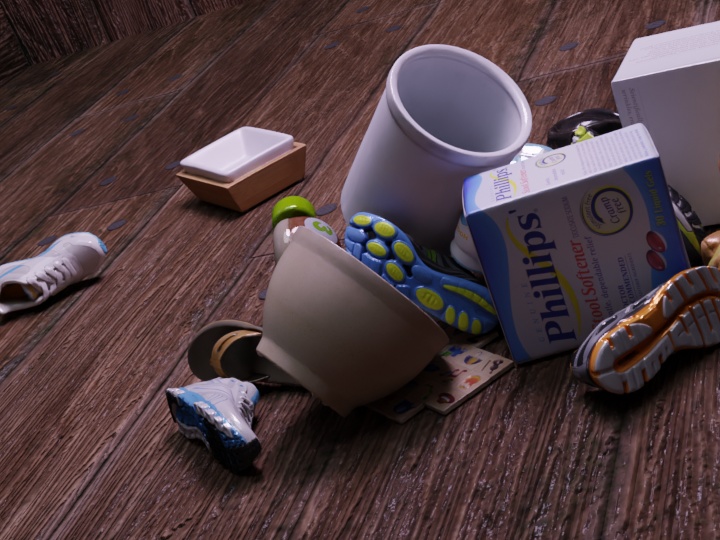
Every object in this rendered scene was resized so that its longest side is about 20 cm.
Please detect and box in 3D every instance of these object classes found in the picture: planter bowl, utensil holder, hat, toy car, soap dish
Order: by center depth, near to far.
[{"bbox_3d":[-0.025,0.067,1.354,0.135,0.200,0.200,-53,29,-7],"label":"planter bowl"},{"bbox_3d":[0.078,-0.126,1.474,0.170,0.170,0.200,-44,-12,-42],"label":"utensil holder"},{"bbox_3d":[0.000,0.000,1.540,0.199,0.159,0.165,-8,36,1],"label":"toy car"},{"bbox_3d":[0.300,-0.162,1.651,0.199,0.081,0.201,-7,22,3],"label":"hat"},{"bbox_3d":[-0.195,-0.168,2.142,0.157,0.082,0.200,-32,25,-23],"label":"soap dish"}]

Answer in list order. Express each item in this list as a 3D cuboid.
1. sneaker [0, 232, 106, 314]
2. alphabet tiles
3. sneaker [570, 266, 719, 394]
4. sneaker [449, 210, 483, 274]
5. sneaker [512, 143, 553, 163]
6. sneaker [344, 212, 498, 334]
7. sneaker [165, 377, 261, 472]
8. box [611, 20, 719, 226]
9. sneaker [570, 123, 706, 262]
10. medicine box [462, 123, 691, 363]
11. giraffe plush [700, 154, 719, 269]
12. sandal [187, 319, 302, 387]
[{"bbox_3d":[-0.486,0.009,2.011,0.199,0.077,0.081,-25,31,9],"label":"sneaker"},{"bbox_3d":[0.070,0.104,1.409,0.167,0.008,0.200,-32,25,-24],"label":"alphabet tiles"},{"bbox_3d":[0.284,0.054,1.253,0.199,0.079,0.077,-25,4,-24],"label":"sneaker"},{"bbox_3d":[0.204,-0.035,1.429,0.199,0.081,0.077,4,41,-14],"label":"sneaker"},{"bbox_3d":[0.144,-0.095,1.594,0.199,0.080,0.131,3,54,34],"label":"sneaker"},{"bbox_3d":[0.067,0.006,1.437,0.071,0.199,0.083,-59,-3,6],"label":"sneaker"},{"bbox_3d":[-0.142,0.153,1.408,0.086,0.075,0.200,-24,23,-22],"label":"sneaker"},{"bbox_3d":[0.413,-0.169,1.461,0.199,0.200,0.131,-8,26,29],"label":"box"},{"bbox_3d":[0.300,-0.073,1.434,0.081,0.200,0.074,-53,-20,20],"label":"sneaker"},{"bbox_3d":[0.226,-0.026,1.332,0.199,0.183,0.103,-17,23,10],"label":"medicine box"},{"bbox_3d":[0.428,-0.084,1.306,0.199,0.163,0.172,-30,24,-18],"label":"giraffe plush"},{"bbox_3d":[-0.131,0.103,1.490,0.199,0.081,0.054,3,16,37],"label":"sandal"}]
